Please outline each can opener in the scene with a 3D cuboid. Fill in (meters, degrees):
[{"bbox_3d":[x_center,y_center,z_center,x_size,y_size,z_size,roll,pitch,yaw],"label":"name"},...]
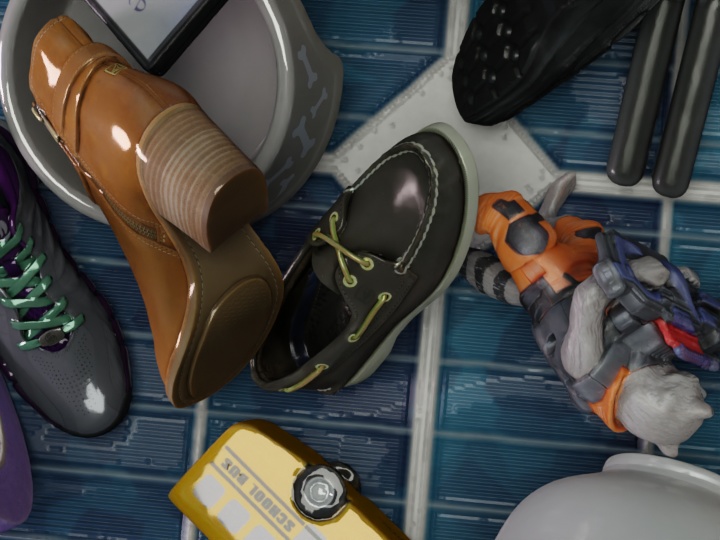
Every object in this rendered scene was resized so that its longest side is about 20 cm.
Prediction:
[{"bbox_3d":[0.182,-0.143,1.437,0.053,0.067,0.201,14,102,6],"label":"can opener"}]

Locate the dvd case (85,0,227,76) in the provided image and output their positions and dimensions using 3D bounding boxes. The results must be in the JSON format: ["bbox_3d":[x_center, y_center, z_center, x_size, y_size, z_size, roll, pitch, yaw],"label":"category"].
[{"bbox_3d":[-0.121,-0.219,1.386,0.143,0.018,0.200,-48,63,12],"label":"dvd case"}]

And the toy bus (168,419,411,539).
[{"bbox_3d":[-0.007,0.166,1.437,0.200,0.065,0.078,44,94,7],"label":"toy bus"}]

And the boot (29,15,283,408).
[{"bbox_3d":[-0.116,-0.033,1.389,0.074,0.200,0.155,-30,57,-33],"label":"boot"}]

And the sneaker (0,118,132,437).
[{"bbox_3d":[-0.197,0.005,1.458,0.074,0.088,0.200,-28,84,6],"label":"sneaker"}]

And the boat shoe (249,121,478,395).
[{"bbox_3d":[0.000,0.000,1.387,0.072,0.060,0.201,56,139,25],"label":"boat shoe"}]

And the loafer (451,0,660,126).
[{"bbox_3d":[0.121,-0.141,1.399,0.201,0.070,0.068,-45,49,43],"label":"loafer"}]

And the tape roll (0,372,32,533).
[{"bbox_3d":[-0.262,0.065,1.408,0.085,0.200,0.200,-26,84,5],"label":"tape roll"}]

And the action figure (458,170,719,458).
[{"bbox_3d":[0.130,0.024,1.388,0.105,0.200,0.194,-45,53,14],"label":"action figure"}]

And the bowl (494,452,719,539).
[{"bbox_3d":[0.160,0.156,1.363,0.201,0.201,0.091,18,72,8],"label":"bowl"}]

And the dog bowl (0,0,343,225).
[{"bbox_3d":[-0.112,-0.112,1.441,0.199,0.059,0.201,4,102,17],"label":"dog bowl"}]
